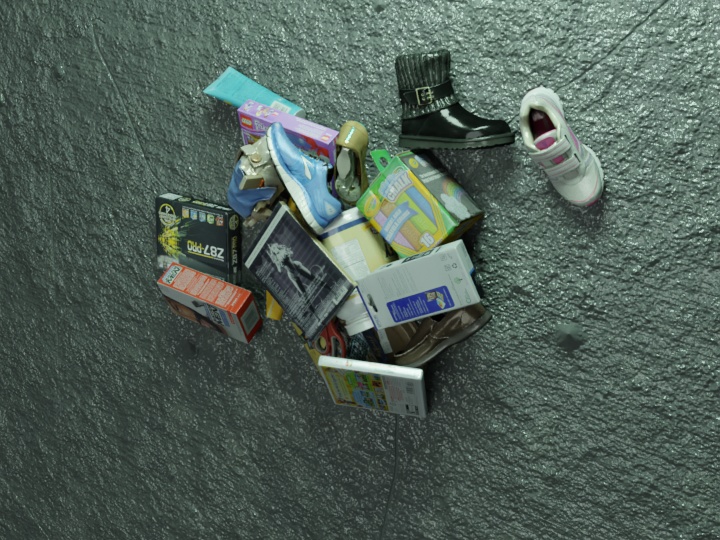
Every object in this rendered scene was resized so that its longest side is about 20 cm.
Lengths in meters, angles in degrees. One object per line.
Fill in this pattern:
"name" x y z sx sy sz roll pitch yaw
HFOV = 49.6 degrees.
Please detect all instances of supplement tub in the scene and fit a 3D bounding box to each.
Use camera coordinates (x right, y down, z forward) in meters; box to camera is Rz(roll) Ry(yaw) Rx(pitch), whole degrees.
"supplement tub" 0.000 0.000 1.377 0.143 0.144 0.202 -23 87 33

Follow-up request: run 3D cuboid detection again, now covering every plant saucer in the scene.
"plant saucer" 0.034 0.153 1.476 0.198 0.029 0.203 8 106 29

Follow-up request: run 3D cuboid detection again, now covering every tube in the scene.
"tube" -0.196 -0.320 1.461 0.199 0.078 0.051 31 150 18

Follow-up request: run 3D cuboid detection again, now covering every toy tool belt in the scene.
"toy tool belt" -0.197 -0.144 1.430 0.124 0.123 0.200 36 147 3

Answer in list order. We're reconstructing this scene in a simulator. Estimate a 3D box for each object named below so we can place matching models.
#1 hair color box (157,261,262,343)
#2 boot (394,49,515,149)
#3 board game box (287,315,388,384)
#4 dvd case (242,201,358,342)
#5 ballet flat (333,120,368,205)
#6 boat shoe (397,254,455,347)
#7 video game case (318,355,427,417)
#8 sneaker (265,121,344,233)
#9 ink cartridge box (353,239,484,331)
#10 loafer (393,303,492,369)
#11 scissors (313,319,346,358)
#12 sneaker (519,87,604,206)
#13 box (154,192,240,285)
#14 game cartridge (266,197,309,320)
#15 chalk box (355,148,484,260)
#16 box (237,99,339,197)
"hair color box" -0.308 0.066 1.598 0.198 0.064 0.111 20 148 23
"boot" 0.149 -0.276 1.260 0.209 0.079 0.160 6 102 24
"board game box" -0.051 0.115 1.478 0.135 0.035 0.201 -32 86 33
"dvd case" -0.108 0.003 1.341 0.200 0.016 0.149 47 124 14
"ballet flat" -0.023 -0.167 1.336 0.068 0.063 0.201 18 145 14
"boat shoe" 0.135 0.037 1.364 0.066 0.072 0.202 -26 95 27
"video game case" 0.027 0.210 1.396 0.180 0.201 0.023 7 63 11
"sneaker" -0.092 -0.166 1.316 0.089 0.079 0.201 -30 84 -5
"ink cartridge box" 0.093 0.027 1.262 0.198 0.039 0.100 -17 105 30
"loafer" 0.130 0.102 1.320 0.199 0.073 0.071 -36 85 27
"scissors" -0.057 0.082 1.420 0.073 0.014 0.202 21 125 31
"sneaker" 0.297 -0.184 1.193 0.081 0.088 0.201 -35 85 32
"box" -0.338 -0.065 1.621 0.198 0.049 0.163 15 114 27
"game cartridge" -0.135 -0.037 1.449 0.032 0.177 0.202 15 117 -15
"chalk box" 0.085 -0.121 1.315 0.200 0.124 0.124 49 121 11
"box" -0.126 -0.219 1.422 0.198 0.039 0.138 24 144 21
